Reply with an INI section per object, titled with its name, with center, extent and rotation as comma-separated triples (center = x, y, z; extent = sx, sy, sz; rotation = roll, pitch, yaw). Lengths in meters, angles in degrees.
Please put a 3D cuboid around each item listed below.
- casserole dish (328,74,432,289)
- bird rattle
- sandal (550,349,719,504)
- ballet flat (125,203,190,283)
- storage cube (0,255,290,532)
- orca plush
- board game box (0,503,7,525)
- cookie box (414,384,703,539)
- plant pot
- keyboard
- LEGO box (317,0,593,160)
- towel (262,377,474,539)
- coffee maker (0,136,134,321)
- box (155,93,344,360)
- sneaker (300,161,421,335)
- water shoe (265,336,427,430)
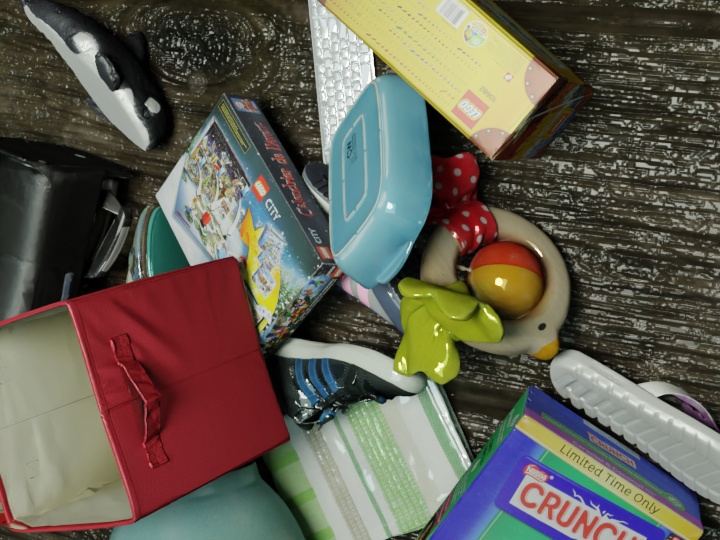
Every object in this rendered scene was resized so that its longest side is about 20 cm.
[casserole dish]
center = 0.010, -0.079, 0.818
extent = 0.039, 0.200, 0.121
rotation = 19, 136, -22
[bird rattle]
center = 0.094, 0.000, 0.829
extent = 0.163, 0.200, 0.113
rotation = 17, 140, -13
[sandal]
center = 0.248, 0.118, 0.812
extent = 0.202, 0.083, 0.050
rotation = 35, 65, 17
[ballet flat]
center = -0.196, 0.037, 0.979
extent = 0.074, 0.074, 0.200
rotation = -13, 90, 23
[storage cube]
center = -0.194, 0.101, 0.838
extent = 0.200, 0.180, 0.171
rotation = -16, 92, 38
[orca plush]
center = -0.247, -0.209, 0.986
extent = 0.200, 0.071, 0.105
rotation = 41, 154, 17
[board game box]
center = -0.306, 0.164, 0.990
extent = 0.046, 0.151, 0.200
rotation = 46, 112, 30
[cookie box]
center = 0.152, 0.226, 0.836
extent = 0.171, 0.075, 0.200
rotation = 33, 108, 2
[plant pot]
center = -0.144, 0.248, 0.915
extent = 0.200, 0.200, 0.134
rotation = -11, 87, 23
[keyboard]
center = -0.015, -0.196, 0.907
extent = 0.056, 0.011, 0.200
rotation = -3, 95, 22
[LEGO box]
center = 0.075, -0.181, 0.797
extent = 0.200, 0.149, 0.077
rotation = 45, 110, 12
[towel]
center = 0.007, 0.177, 0.936
extent = 0.200, 0.031, 0.149
rotation = -27, 83, 25
[coffee maker]
center = -0.330, -0.020, 0.960
extent = 0.135, 0.192, 0.200
rotation = 27, 105, 48
[box]
center = -0.101, -0.039, 0.900
extent = 0.137, 0.038, 0.200
rotation = -48, 59, 31
[sneaker]
center = 0.000, 0.000, 0.900
extent = 0.200, 0.070, 0.082
rotation = 52, 124, 15
[water shoe]
center = -0.024, 0.106, 0.890
extent = 0.200, 0.071, 0.079
rotation = 4, 74, 45
